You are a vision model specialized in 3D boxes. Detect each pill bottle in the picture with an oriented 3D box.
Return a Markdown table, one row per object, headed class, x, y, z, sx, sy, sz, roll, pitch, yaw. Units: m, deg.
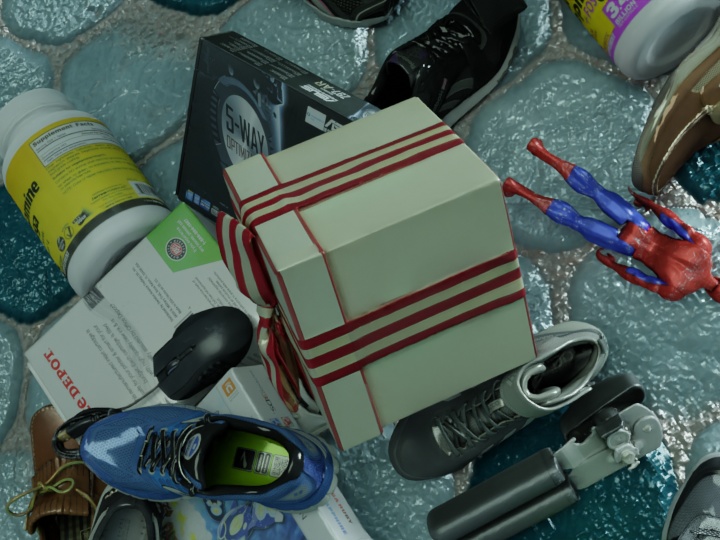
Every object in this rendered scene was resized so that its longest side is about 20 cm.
| class | x | y | z | sx | sy | sz | roll | pitch | yaw |
| --- | --- | --- | --- | --- | --- | --- | --- | --- | --- |
| pill bottle | 0.206 | -0.263 | 0.906 | 0.104 | 0.104 | 0.201 | -35 | 66 | 7 |
| pill bottle | -0.262 | -0.075 | 1.019 | 0.112 | 0.112 | 0.200 | -42 | 65 | 4 |

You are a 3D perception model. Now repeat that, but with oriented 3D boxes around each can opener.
| class | x | y | z | sx | sy | sz | roll | pitch | yaw |
| --- | --- | --- | --- | --- | --- | --- | --- | --- | --- |
| can opener | 0.143 | 0.157 | 0.845 | 0.199 | 0.053 | 0.067 | -34 | 32 | 7 |

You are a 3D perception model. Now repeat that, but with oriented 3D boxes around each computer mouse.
| class | x | y | z | sx | sy | sz | roll | pitch | yaw |
| --- | --- | --- | --- | --- | --- | --- | --- | --- | --- |
| computer mouse | -0.173 | 0.093 | 0.887 | 0.199 | 0.034 | 0.059 | -36 | 70 | 6 |

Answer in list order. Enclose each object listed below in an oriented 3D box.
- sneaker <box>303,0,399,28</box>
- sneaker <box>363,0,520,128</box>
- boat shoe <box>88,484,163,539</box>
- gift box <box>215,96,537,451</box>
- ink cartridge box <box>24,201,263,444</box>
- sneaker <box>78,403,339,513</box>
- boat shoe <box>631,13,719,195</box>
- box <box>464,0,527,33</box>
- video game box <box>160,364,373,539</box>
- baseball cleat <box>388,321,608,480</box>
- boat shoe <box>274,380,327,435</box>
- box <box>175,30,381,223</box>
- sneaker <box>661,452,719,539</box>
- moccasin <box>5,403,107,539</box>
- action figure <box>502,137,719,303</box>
| class | x | y | z | sx | sy | sz | roll | pitch | yaw |
| --- | --- | --- | --- | --- | --- | --- | --- | --- | --- |
| sneaker | -0.050 | -0.291 | 1.017 | 0.199 | 0.086 | 0.081 | 21 | 84 | 23 |
| sneaker | 0.066 | -0.173 | 0.940 | 0.076 | 0.088 | 0.201 | 35 | 88 | 25 |
| boat shoe | -0.197 | 0.267 | 0.869 | 0.073 | 0.060 | 0.202 | 14 | 94 | -10 |
| gift box | 0.000 | 0.000 | 0.809 | 0.185 | 0.186 | 0.200 | -23 | 29 | -9 |
| ink cartridge box | -0.172 | 0.066 | 0.960 | 0.200 | 0.084 | 0.146 | -43 | 65 | 3 |
| sneaker | -0.119 | 0.131 | 0.802 | 0.198 | 0.089 | 0.079 | 1 | 70 | 16 |
| boat shoe | 0.287 | -0.141 | 0.859 | 0.072 | 0.076 | 0.201 | 35 | 90 | 23 |
| box | 0.049 | -0.319 | 0.900 | 0.047 | 0.193 | 0.201 | -32 | 44 | 7 |
| video game box | -0.104 | 0.210 | 0.883 | 0.200 | 0.047 | 0.183 | -48 | 61 | 23 |
| baseball cleat | 0.099 | 0.100 | 0.837 | 0.199 | 0.106 | 0.070 | -37 | 85 | 9 |
| boat shoe | -0.042 | 0.107 | 0.910 | 0.199 | 0.066 | 0.073 | -23 | 68 | 12 |
| box | -0.067 | -0.093 | 0.943 | 0.199 | 0.043 | 0.161 | 32 | 125 | 24 |
| sneaker | 0.235 | 0.221 | 0.749 | 0.075 | 0.114 | 0.202 | 12 | 79 | 22 |
| moccasin | -0.259 | 0.214 | 0.952 | 0.073 | 0.078 | 0.203 | -17 | 70 | 17 |
| action figure | 0.211 | -0.032 | 0.869 | 0.199 | 0.052 | 0.066 | 36 | 94 | 20 |
